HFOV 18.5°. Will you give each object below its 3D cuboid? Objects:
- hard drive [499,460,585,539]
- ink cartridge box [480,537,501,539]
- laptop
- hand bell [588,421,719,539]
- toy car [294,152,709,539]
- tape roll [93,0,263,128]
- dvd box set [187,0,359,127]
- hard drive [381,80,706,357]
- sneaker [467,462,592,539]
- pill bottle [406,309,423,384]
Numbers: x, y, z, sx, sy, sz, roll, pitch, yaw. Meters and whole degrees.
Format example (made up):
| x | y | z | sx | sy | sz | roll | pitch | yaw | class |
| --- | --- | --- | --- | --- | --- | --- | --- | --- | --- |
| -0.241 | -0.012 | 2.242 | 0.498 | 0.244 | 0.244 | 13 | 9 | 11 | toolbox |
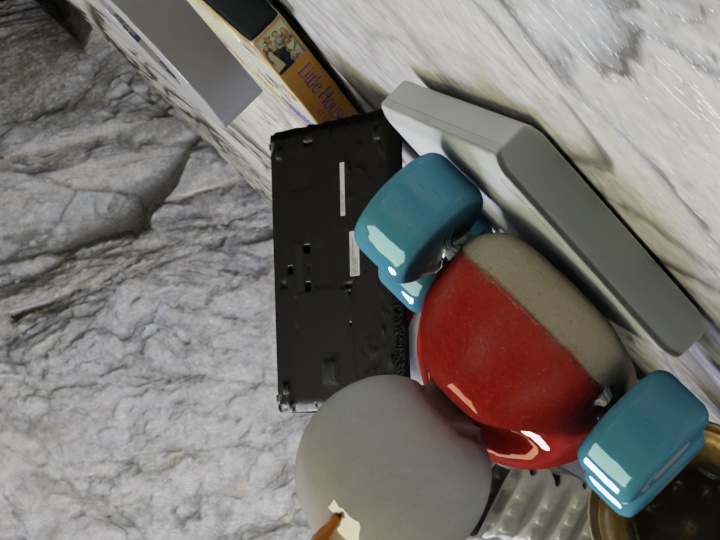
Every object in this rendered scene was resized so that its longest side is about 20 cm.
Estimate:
| x | y | z | sx | sy | sz | roll | pitch | yaw | class |
| --- | --- | --- | --- | --- | --- | --- | --- | --- | --- |
| 0.171 | 0.162 | 1.438 | 0.200 | 0.132 | 0.026 | 44 | 175 | 30 | hard drive |
| 0.072 | 0.159 | 1.600 | 0.084 | 0.145 | 0.200 | 35 | 153 | -2 | ink cartridge box |
| 0.000 | 0.000 | 1.391 | 0.103 | 0.178 | 0.200 | 1 | 175 | -38 | laptop |
| 0.199 | 0.163 | 1.296 | 0.104 | 0.104 | 0.200 | 45 | 176 | 24 | hand bell |
| 0.036 | 0.083 | 1.080 | 0.184 | 0.200 | 0.177 | 45 | 178 | 13 | toy car |
| -0.150 | -0.201 | 1.679 | 0.200 | 0.066 | 0.200 | 45 | 177 | 3 | tape roll |
| -0.060 | -0.145 | 1.490 | 0.146 | 0.029 | 0.200 | 43 | 177 | 38 | dvd box set |
| 0.084 | -0.030 | 1.075 | 0.132 | 0.027 | 0.200 | 47 | 177 | -17 | hard drive |
| 0.116 | 0.145 | 1.369 | 0.200 | 0.075 | 0.081 | 27 | -166 | -17 | sneaker |
| 0.074 | 0.040 | 1.342 | 0.112 | 0.112 | 0.200 | 46 | 177 | -13 | pill bottle |
